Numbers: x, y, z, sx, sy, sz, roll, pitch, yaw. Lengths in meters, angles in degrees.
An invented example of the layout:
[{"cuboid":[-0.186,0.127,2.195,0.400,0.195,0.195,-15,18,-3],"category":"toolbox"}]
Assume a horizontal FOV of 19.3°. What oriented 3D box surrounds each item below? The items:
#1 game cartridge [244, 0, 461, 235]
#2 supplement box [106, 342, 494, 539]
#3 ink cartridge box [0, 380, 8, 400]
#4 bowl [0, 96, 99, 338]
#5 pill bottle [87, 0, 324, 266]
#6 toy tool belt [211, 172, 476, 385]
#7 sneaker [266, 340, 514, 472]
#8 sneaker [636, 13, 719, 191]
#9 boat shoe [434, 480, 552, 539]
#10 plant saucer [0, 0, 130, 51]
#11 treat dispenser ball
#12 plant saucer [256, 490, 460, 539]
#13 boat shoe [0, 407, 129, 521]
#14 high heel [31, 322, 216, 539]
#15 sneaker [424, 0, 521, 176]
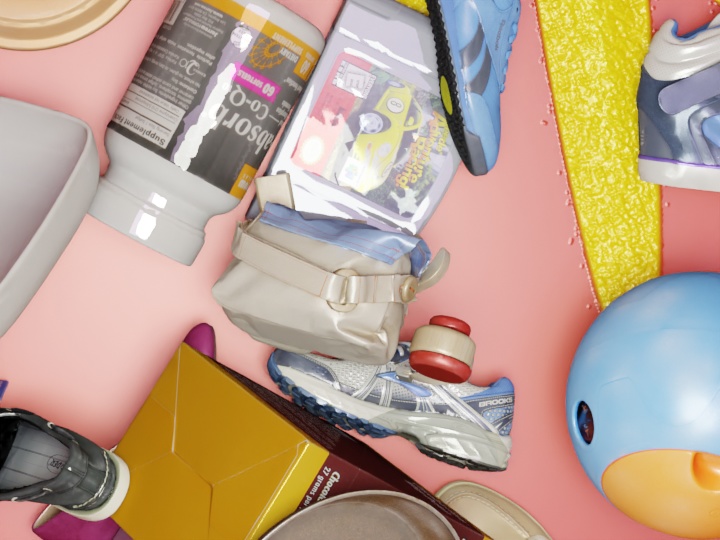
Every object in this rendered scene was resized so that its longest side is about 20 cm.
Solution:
[{"cuboid":[0.012,-0.103,1.617,0.133,0.041,0.200,24,91,-11],"category":"game cartridge"},{"cuboid":[-0.048,0.179,1.515,0.200,0.197,0.133,32,90,-36],"category":"supplement box"},{"cuboid":[-0.356,0.059,1.543,0.200,0.119,0.042,12,91,-7],"category":"ink cartridge box"},{"cuboid":[-0.293,-0.029,1.515,0.200,0.075,0.200,13,57,27],"category":"bowl"},{"cuboid":[-0.119,-0.112,1.560,0.116,0.116,0.200,28,91,-8],"category":"pill bottle"},{"cuboid":[0.000,0.000,1.542,0.200,0.125,0.123,14,74,15],"category":"toy tool belt"},{"cuboid":[0.027,0.087,1.620,0.200,0.077,0.085,20,77,-8],"category":"sneaker"},{"cuboid":[0.312,-0.133,1.625,0.200,0.081,0.147,4,98,-1],"category":"sneaker"},{"cuboid":[0.132,0.243,1.636,0.072,0.065,0.200,-42,92,-1],"category":"boat shoe"},{"cuboid":[-0.250,-0.265,1.577,0.200,0.032,0.201,0,93,-7],"category":"plant saucer"},{"cuboid":[0.253,0.100,1.574,0.201,0.201,0.201,0,94,-6],"category":"treat dispenser ball"},{"cuboid":[-0.019,0.231,1.412,0.200,0.032,0.200,-12,117,-25],"category":"plant saucer"},{"cuboid":[-0.260,0.132,1.533,0.066,0.199,0.075,38,73,-50],"category":"boat shoe"},{"cuboid":[-0.174,0.126,1.592,0.096,0.067,0.200,16,95,-18],"category":"high heel"},{"cuboid":[0.093,-0.172,1.573,0.078,0.066,0.200,-10,94,-10],"category":"sneaker"}]
